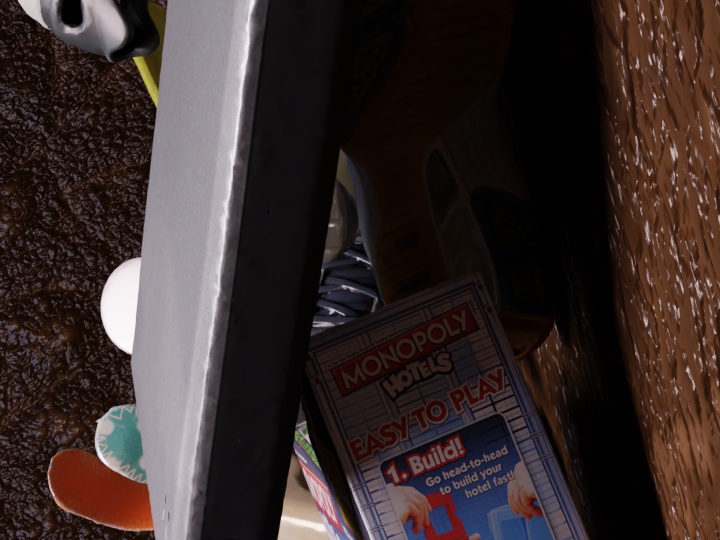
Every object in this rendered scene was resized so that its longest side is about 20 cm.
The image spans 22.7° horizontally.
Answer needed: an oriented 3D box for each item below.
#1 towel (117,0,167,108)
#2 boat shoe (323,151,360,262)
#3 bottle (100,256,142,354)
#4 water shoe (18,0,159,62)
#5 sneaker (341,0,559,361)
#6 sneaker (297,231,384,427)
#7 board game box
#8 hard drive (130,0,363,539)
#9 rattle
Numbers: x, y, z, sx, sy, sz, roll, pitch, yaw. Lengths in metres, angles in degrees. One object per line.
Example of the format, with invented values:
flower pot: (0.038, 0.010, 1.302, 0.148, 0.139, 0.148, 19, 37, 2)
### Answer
towel: (-0.071, -0.067, 0.924, 0.086, 0.018, 0.201, 24, -148, -54)
boat shoe: (-0.021, -0.098, 0.652, 0.074, 0.075, 0.201, -47, -33, -38)
bottle: (-0.065, 0.019, 0.935, 0.065, 0.084, 0.200, 40, -168, 18)
water shoe: (-0.082, -0.191, 0.819, 0.201, 0.079, 0.071, -61, -15, 11)
sneaker: (0.014, -0.065, 0.598, 0.088, 0.074, 0.202, -106, 5, -63)
sneaker: (0.000, 0.000, 0.737, 0.200, 0.073, 0.082, -61, -26, -56)
board game box: (0.033, 0.099, 0.566, 0.200, 0.061, 0.202, -156, 46, -79)
hard drive: (-0.037, -0.025, 0.513, 0.140, 0.032, 0.202, -110, 26, -58)
rattle: (-0.016, 0.123, 0.751, 0.131, 0.198, 0.144, -105, 4, -52)
